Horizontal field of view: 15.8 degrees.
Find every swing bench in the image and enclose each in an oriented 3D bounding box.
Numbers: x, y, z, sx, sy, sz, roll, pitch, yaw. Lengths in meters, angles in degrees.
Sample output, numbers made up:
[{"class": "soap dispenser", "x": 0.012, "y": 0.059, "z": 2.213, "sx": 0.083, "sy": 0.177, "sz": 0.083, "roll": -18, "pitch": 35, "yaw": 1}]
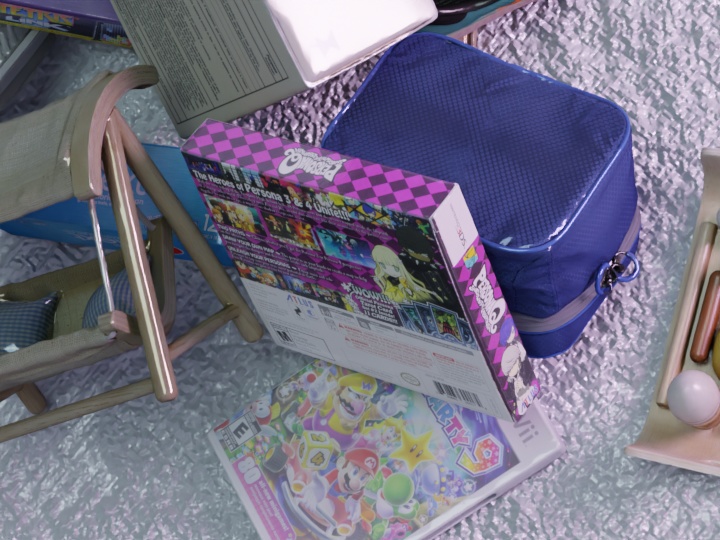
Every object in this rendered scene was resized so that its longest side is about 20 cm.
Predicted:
[{"class": "swing bench", "x": -0.204, "y": -0.003, "z": 1.654, "sx": 0.199, "sy": 0.130, "sz": 0.200, "roll": -19, "pitch": 98, "yaw": 30}]

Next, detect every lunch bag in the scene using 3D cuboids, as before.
[{"class": "lunch bag", "x": 0.083, "y": -0.039, "z": 1.609, "sx": 0.200, "sy": 0.132, "sz": 0.136, "roll": 26, "pitch": 61, "yaw": 24}]

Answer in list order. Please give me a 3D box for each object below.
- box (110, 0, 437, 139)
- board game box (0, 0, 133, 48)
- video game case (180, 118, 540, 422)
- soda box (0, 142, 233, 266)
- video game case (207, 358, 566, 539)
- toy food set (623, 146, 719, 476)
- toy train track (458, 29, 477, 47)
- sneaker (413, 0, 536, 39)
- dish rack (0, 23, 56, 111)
[{"class": "box", "x": -0.062, "y": -0.175, "z": 1.642, "sx": 0.109, "sy": 0.200, "sz": 0.128, "roll": -30, "pitch": 98, "yaw": -27}, {"class": "board game box", "x": -0.188, "y": -0.245, "z": 1.768, "sx": 0.200, "sy": 0.057, "sz": 0.166, "roll": 10, "pitch": 76, "yaw": -5}, {"class": "video game case", "x": 0.000, "y": 0.000, "z": 1.580, "sx": 0.200, "sy": 0.181, "sz": 0.036, "roll": 16, "pitch": 55, "yaw": 38}, {"class": "soda box", "x": -0.160, "y": -0.050, "z": 1.743, "sx": 0.200, "sy": 0.068, "sz": 0.064, "roll": 9, "pitch": 79, "yaw": 23}, {"class": "video game case", "x": 0.014, "y": 0.110, "z": 1.658, "sx": 0.200, "sy": 0.018, "sz": 0.143, "roll": -34, "pitch": 66, "yaw": 9}, {"class": "toy food set", "x": 0.250, "y": 0.032, "z": 1.565, "sx": 0.143, "sy": 0.060, "sz": 0.200, "roll": 11, "pitch": 80, "yaw": 24}, {"class": "toy train track", "x": 0.025, "y": -0.196, "z": 1.731, "sx": 0.200, "sy": 0.033, "sz": 0.115, "roll": -1, "pitch": 75, "yaw": 22}, {"class": "sneaker", "x": 0.105, "y": -0.208, "z": 1.656, "sx": 0.200, "sy": 0.080, "sz": 0.071, "roll": -33, "pitch": 86, "yaw": -8}, {"class": "dish rack", "x": -0.314, "y": -0.127, "z": 1.797, "sx": 0.200, "sy": 0.172, "sz": 0.044, "roll": -7, "pitch": 117, "yaw": 20}]
